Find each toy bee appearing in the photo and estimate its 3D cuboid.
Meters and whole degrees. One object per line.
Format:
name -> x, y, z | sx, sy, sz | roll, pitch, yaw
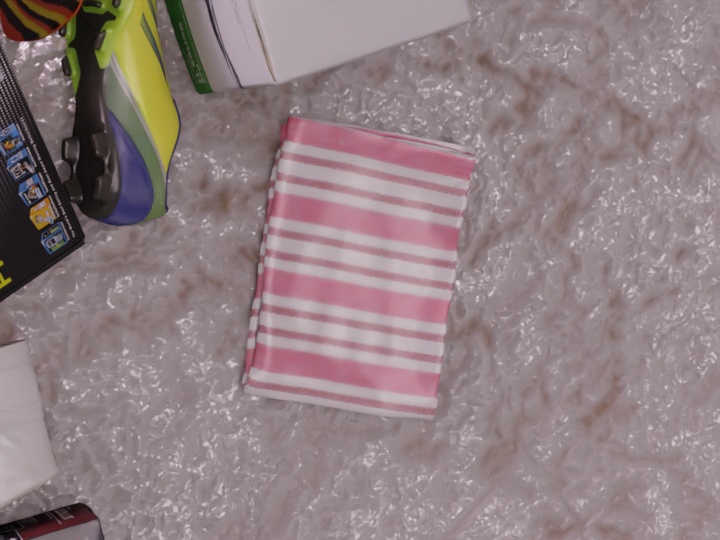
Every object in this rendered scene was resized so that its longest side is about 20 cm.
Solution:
toy bee -> -0.200, -0.231, 1.289 | 0.108, 0.200, 0.131 | -10, 67, 4

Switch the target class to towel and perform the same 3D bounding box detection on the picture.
towel -> 0.000, 0.000, 1.446 | 0.146, 0.030, 0.201 | 9, 90, -17

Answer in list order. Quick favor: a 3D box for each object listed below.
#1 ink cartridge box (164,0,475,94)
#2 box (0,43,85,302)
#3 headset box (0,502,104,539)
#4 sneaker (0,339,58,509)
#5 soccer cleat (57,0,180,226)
ink cartridge box -> -0.031, -0.176, 1.338 | 0.146, 0.200, 0.083 | -20, 99, -16
box -> -0.277, -0.056, 1.291 | 0.160, 0.044, 0.201 | -36, 131, -22
headset box -> -0.236, 0.249, 1.359 | 0.199, 0.075, 0.149 | -14, 97, -17
sneaker -> -0.296, 0.128, 1.335 | 0.199, 0.074, 0.116 | -18, 95, -17
soccer cleat -> -0.156, -0.130, 1.383 | 0.084, 0.065, 0.201 | 5, 87, -48
